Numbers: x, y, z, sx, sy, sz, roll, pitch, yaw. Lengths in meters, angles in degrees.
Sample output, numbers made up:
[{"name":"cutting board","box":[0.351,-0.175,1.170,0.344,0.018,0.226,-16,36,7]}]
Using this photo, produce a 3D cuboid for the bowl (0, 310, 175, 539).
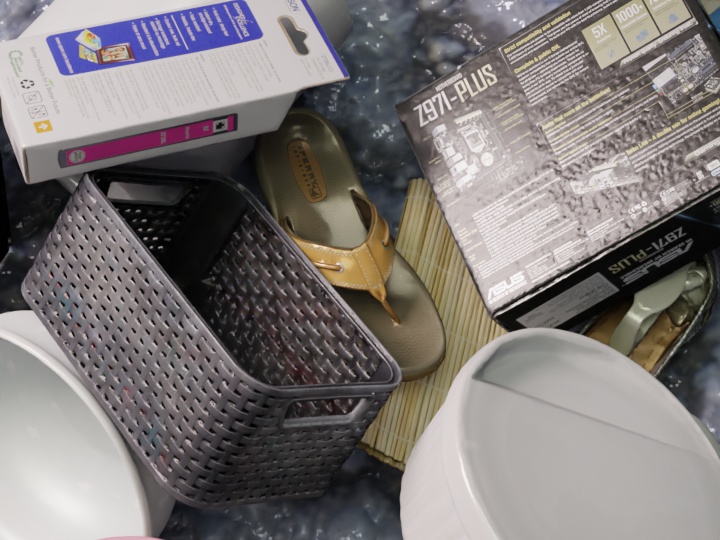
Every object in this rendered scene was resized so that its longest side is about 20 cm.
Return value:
[{"name":"bowl","box":[-0.183,0.101,1.146,0.201,0.201,0.090,36,45,16]}]

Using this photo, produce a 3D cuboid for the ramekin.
[{"name":"ramekin","box":[0.113,0.140,1.040,0.202,0.094,0.203,20,46,-23]}]

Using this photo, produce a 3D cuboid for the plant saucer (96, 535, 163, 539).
[{"name":"plant saucer","box":[-0.138,0.255,1.043,0.200,0.051,0.201,-9,61,16]}]

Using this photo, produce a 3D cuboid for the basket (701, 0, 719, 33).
[{"name":"basket","box":[0.256,-0.225,1.198,0.200,0.176,0.139,32,73,34]}]

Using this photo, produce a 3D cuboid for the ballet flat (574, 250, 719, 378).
[{"name":"ballet flat","box":[0.162,0.053,1.166,0.072,0.072,0.200,36,79,16]}]

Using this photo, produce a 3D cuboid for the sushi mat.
[{"name":"sushi mat","box":[0.054,0.040,1.170,0.096,0.012,0.200,23,59,-15]}]

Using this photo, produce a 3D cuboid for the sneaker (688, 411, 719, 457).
[{"name":"sneaker","box":[0.213,0.178,1.104,0.076,0.081,0.200,-6,73,-9]}]

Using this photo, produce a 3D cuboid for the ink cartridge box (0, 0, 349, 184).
[{"name":"ink cartridge box","box":[-0.115,-0.114,1.084,0.200,0.037,0.095,-15,50,-15]}]

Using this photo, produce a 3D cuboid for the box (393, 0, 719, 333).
[{"name":"box","box":[0.147,-0.075,1.134,0.200,0.086,0.164,-31,65,14]}]

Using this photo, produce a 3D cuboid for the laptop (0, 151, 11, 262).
[{"name":"laptop","box":[-0.287,-0.060,1.186,0.103,0.177,0.200,-21,70,-17]}]

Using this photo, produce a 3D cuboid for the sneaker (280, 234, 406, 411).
[{"name":"sneaker","box":[0.000,0.000,1.213,0.082,0.077,0.200,-3,70,-23]}]

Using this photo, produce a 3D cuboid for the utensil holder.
[{"name":"utensil holder","box":[-0.126,-0.140,1.211,0.170,0.170,0.200,38,78,16]}]

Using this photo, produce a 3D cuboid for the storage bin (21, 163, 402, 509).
[{"name":"storage bin","box":[-0.090,0.035,1.074,0.200,0.135,0.094,48,118,31]}]

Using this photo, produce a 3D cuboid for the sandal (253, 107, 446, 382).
[{"name":"sandal","box":[-0.011,-0.020,1.140,0.080,0.054,0.200,-20,73,-14]}]
